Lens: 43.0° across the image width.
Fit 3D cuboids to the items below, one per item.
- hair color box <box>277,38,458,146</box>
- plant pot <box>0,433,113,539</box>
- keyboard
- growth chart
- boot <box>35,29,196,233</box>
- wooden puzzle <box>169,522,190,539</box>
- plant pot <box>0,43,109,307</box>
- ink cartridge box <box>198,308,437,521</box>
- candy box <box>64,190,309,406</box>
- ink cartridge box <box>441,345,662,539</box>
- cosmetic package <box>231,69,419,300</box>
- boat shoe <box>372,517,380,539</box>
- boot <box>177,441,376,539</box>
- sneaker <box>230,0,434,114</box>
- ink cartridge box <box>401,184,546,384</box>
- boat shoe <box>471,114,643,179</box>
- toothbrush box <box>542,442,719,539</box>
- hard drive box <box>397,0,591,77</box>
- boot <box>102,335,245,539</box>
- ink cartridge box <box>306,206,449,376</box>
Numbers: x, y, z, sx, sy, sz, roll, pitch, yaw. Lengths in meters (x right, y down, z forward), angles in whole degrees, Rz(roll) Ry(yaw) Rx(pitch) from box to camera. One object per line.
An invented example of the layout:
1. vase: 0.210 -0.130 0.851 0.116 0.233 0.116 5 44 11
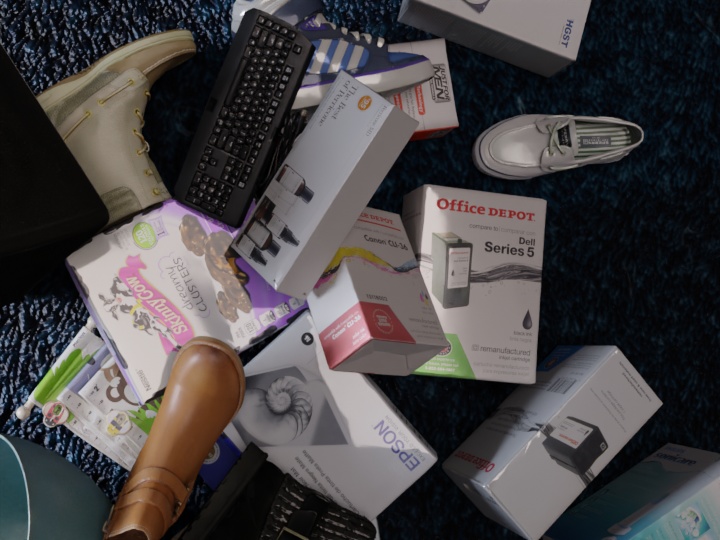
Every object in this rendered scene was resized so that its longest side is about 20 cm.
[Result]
1. hair color box: 0.000 -0.188 0.999 0.197 0.061 0.103 -8 88 -12
2. plant pot: -0.301 0.260 0.847 0.134 0.199 0.203 21 80 -46
3. keyboard: -0.100 -0.138 0.874 0.103 0.040 0.202 22 103 -9
4. growth chart: -0.229 0.137 0.945 0.199 0.018 0.146 33 79 -10
5. boot: -0.229 -0.142 0.938 0.199 0.072 0.156 -31 92 -8
6. wooden puzzle: -0.173 0.361 0.880 0.199 0.037 0.187 -29 101 -54
7. plant pot: -0.382 -0.058 0.798 0.201 0.199 0.177 57 37 -3
8. ink cartridge box: -0.060 0.177 0.907 0.200 0.041 0.200 -43 90 2
9. candy box: -0.173 0.016 0.930 0.199 0.071 0.169 -29 91 -18
10. ink cartridge box: 0.199 0.177 0.974 0.200 0.145 0.084 -43 96 -12
11. cosmetic package: -0.036 -0.080 0.862 0.082 0.050 0.201 39 100 34
12. boat shoe: -0.041 0.207 0.963 0.090 0.071 0.203 -16 90 -1
13. boot: -0.094 0.280 0.826 0.157 0.079 0.212 37 70 0
14. sneaker: -0.032 -0.242 0.922 0.197 0.081 0.149 -12 94 -6
15. ink cartridge box: 0.117 0.016 0.999 0.143 0.084 0.203 6 85 -12
16. boat shoe: 0.227 -0.151 1.046 0.197 0.067 0.075 -11 88 -13
17. toothbrush box: 0.319 0.280 0.995 0.199 0.146 0.086 -30 93 -14
18. hard drive box: 0.160 -0.333 1.040 0.198 0.077 0.158 16 83 -12
19. boot: -0.169 0.170 0.815 0.073 0.155 0.202 22 123 1
20. ink cartridge box: 0.000 0.000 0.922 0.116 0.067 0.202 10 51 -45
